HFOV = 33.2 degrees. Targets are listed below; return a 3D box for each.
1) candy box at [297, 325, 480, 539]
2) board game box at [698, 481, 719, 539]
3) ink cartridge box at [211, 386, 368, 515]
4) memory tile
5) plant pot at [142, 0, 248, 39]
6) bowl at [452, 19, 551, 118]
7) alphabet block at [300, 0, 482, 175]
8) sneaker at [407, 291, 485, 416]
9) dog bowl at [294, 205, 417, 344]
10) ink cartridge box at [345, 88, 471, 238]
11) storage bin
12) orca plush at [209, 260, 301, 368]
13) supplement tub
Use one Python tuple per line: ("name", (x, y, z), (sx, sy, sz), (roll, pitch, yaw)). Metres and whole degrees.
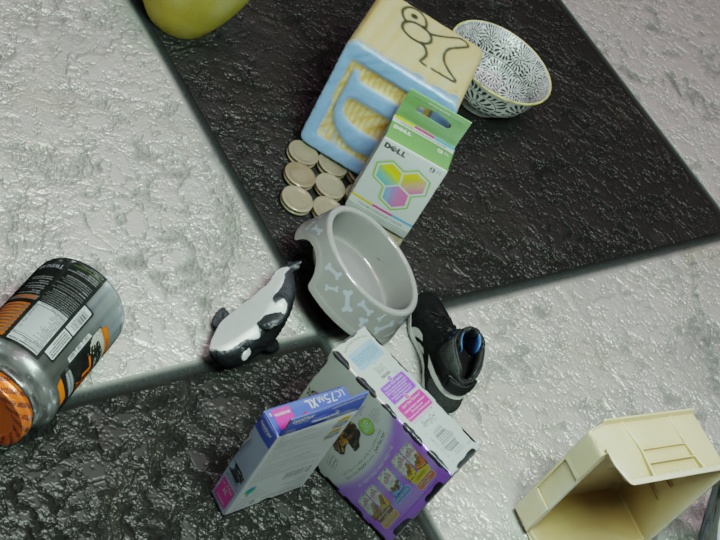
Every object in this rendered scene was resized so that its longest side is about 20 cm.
("candy box", (0.018, 0.197, 1.436), (0.200, 0.168, 0.071), (45, 43, 10))
("board game box", (0.470, 0.356, 1.569), (0.043, 0.202, 0.200), (12, 41, 14))
("ink cartridge box", (-0.080, 0.194, 1.350), (0.118, 0.201, 0.042), (-14, 61, -40))
("memory tile", (-0.024, -0.114, 1.796), (0.198, 0.017, 0.155), (19, 45, -17))
("plant pot", (-0.259, -0.440, 1.838), (0.198, 0.142, 0.202), (18, 45, -19))
("bowl", (0.222, -0.329, 2.088), (0.198, 0.094, 0.203), (18, 45, -19))
("alphabet block", (0.049, -0.268, 1.833), (0.194, 0.197, 0.201), (32, 37, -3))
("sneaker", (0.125, 0.090, 1.641), (0.072, 0.112, 0.202), (12, 47, -24))
("dog bowl", (0.000, 0.000, 1.637), (0.199, 0.058, 0.202), (37, 32, -27))
("ink cartridge box", (0.066, -0.150, 1.725), (0.103, 0.201, 0.060), (28, 42, -6))
("storage bin", (0.331, 0.277, 1.544), (0.196, 0.201, 0.094), (-2, 52, -34))
("orca plush", (-0.129, 0.071, 1.551), (0.104, 0.072, 0.201), (-9, 29, 17))
("supplement tub", (-0.356, 0.088, 1.323), (0.122, 0.123, 0.201), (34, 43, -2))
